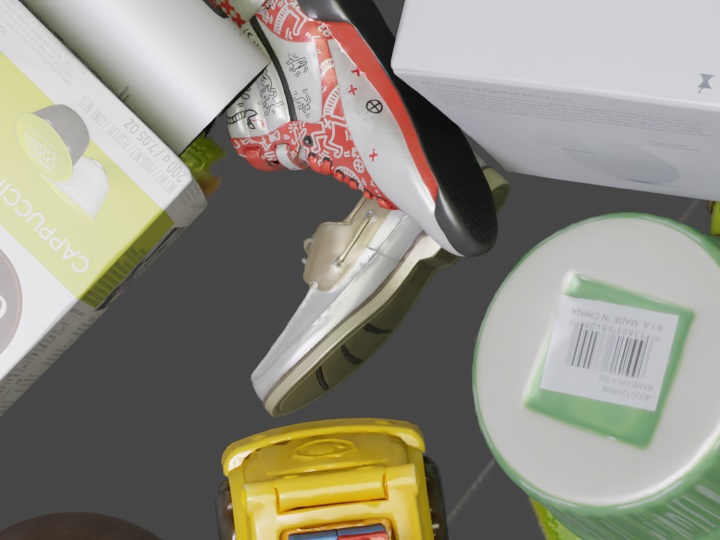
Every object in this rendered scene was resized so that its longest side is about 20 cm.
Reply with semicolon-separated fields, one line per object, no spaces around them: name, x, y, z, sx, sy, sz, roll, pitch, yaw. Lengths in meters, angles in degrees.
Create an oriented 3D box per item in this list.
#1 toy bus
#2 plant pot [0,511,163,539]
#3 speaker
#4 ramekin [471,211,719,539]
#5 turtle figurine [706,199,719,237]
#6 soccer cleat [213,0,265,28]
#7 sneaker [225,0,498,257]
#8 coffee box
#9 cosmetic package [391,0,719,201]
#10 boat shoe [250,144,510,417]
toy bus;-0.007;0.198;1.585;0.135;0.192;0.201;-7;96;-4
plant pot;-0.171;0.237;1.584;0.186;0.200;0.188;0;88;-2
speaker;-0.146;-0.160;1.576;0.081;0.081;0.200;-45;92;-3
ramekin;0.162;0.063;1.607;0.199;0.098;0.201;-9;71;27
turtle figurine;0.243;-0.089;1.677;0.199;0.064;0.162;-15;89;-3
soccer cleat;-0.079;-0.218;1.660;0.068;0.085;0.201;-26;89;-3
sneaker;-0.007;-0.073;1.626;0.108;0.067;0.202;-36;79;25
coffee box;-0.227;-0.045;1.591;0.200;0.200;0.198;44;88;0
cosmetic package;0.152;-0.128;1.572;0.198;0.200;0.124;9;80;24
boat shoe;0.000;0.000;1.668;0.068;0.075;0.200;43;87;16
